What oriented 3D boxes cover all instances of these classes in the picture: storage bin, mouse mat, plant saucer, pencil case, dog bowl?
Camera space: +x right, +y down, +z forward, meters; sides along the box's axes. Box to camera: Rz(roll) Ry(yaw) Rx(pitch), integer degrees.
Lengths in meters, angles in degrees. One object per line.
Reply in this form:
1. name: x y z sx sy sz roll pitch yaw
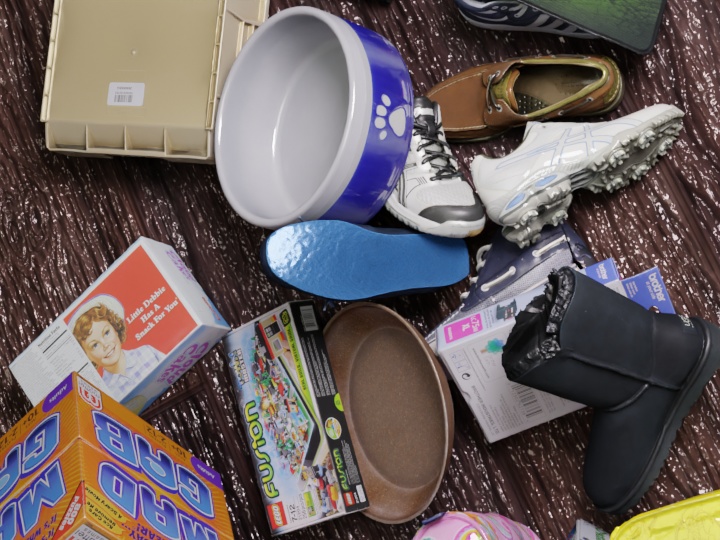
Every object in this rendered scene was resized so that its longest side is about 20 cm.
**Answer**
1. storage bin: -0.207 -0.210 1.328 0.198 0.094 0.201 5 87 20
2. mouse mat: 0.185 -0.288 1.161 0.198 0.008 0.162 22 65 -4
3. plant saucer: 0.025 0.127 1.199 0.200 0.036 0.203 13 106 52
4. pencil case: 0.098 0.248 1.111 0.087 0.200 0.088 -4 78 20
5. dog bowl: -0.045 -0.133 1.202 0.199 0.078 0.202 -12 73 46

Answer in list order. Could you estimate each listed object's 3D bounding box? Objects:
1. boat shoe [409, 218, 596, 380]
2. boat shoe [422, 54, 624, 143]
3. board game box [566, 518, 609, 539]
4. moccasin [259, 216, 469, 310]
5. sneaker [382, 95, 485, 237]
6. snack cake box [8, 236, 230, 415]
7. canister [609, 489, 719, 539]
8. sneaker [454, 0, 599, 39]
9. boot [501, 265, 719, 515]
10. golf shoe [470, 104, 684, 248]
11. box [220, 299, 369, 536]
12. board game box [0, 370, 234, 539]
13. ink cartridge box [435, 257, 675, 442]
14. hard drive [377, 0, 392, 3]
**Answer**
1. boat shoe: 0.123 0.022 1.203 0.199 0.075 0.093 -29 59 15
2. boat shoe: 0.139 -0.166 1.207 0.198 0.068 0.073 -11 84 21
3. board game box: 0.165 0.284 1.082 0.034 0.200 0.127 26 94 9
4. moccasin: 0.000 0.000 1.168 0.068 0.198 0.081 165 109 -64
5. sneaker: 0.049 -0.110 1.192 0.200 0.075 0.088 49 133 38
6. snack cake box: -0.244 0.078 1.325 0.200 0.067 0.115 -42 71 11
7. canister: 0.287 0.218 1.044 0.147 0.200 0.087 -19 78 17
8. sneaker: 0.171 -0.255 1.184 0.198 0.108 0.071 2 85 20
9. boot: 0.187 0.101 1.099 0.167 0.077 0.201 17 115 -18
10. golf shoe: 0.189 -0.110 1.160 0.199 0.079 0.098 -28 60 -13
11. box: -0.064 0.141 1.248 0.110 0.035 0.202 -27 74 42
12. board game box: -0.251 0.262 1.197 0.200 0.200 0.200 -41 33 12
13. ink cartridge box: 0.178 0.066 1.146 0.198 0.042 0.120 -22 123 14
14. hard drive: -0.040 -0.356 1.312 0.198 0.033 0.141 18 91 21
